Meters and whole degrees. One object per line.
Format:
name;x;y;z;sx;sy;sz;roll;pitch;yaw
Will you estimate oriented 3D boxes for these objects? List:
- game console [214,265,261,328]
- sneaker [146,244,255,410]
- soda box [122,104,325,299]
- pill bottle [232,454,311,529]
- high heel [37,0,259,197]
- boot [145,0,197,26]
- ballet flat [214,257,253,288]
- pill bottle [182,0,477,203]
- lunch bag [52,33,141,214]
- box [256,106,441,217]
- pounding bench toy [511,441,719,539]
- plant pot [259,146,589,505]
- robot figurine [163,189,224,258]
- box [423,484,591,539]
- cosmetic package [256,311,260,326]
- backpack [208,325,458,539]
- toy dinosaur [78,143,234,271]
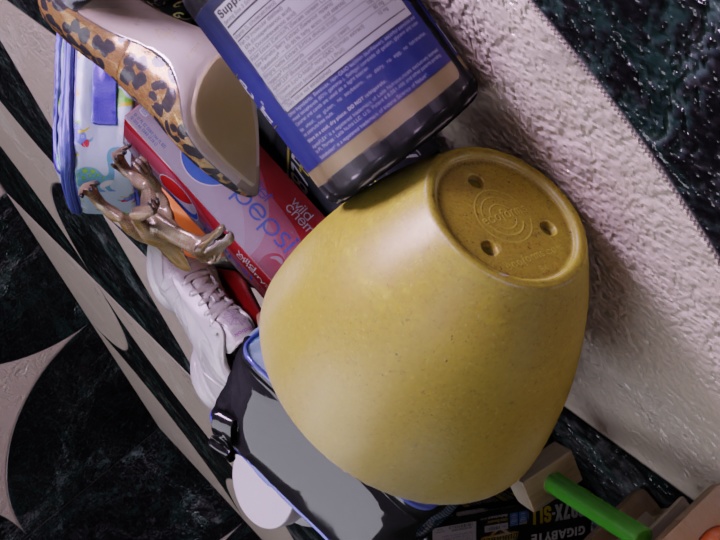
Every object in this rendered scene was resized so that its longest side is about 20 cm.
game console;-0.082;0.057;1.321;0.200;0.170;0.121;-172;85;-67
sneaker;-0.143;0.039;1.220;0.099;0.074;0.202;-19;96;51
soda box;-0.094;-0.056;0.950;0.200;0.070;0.063;47;163;1
pill bottle;-0.023;0.182;1.183;0.108;0.199;0.110;8;102;41
high heel;-0.152;-0.138;0.889;0.142;0.071;0.201;2;128;47
boot;-0.124;-0.196;0.939;0.203;0.074;0.154;21;153;52
ballet flat;-0.156;-0.037;1.321;0.200;0.072;0.072;39;159;41
pill bottle;-0.031;-0.149;0.699;0.201;0.112;0.112;53;163;-5
lunch bag;-0.231;-0.160;1.107;0.161;0.081;0.203;127;143;-75
box;-0.021;-0.095;0.894;0.162;0.049;0.200;51;165;10
pounding bench toy;0.189;0.200;0.814;0.201;0.124;0.156;51;163;3
plant pot;0.056;0.013;0.723;0.200;0.199;0.142;47;136;15
robot figurine;-0.141;-0.077;1.133;0.142;0.118;0.200;19;162;-2
box;0.076;0.191;1.043;0.199;0.158;0.050;15;109;62
cosmetic package;-0.025;0.092;1.088;0.088;0.102;0.200;62;-178;-26
backpack;0.022;0.078;0.858;0.182;0.200;0.148;39;126;10
toy dinosaur;-0.166;-0.040;0.944;0.102;0.058;0.199;54;163;-24
